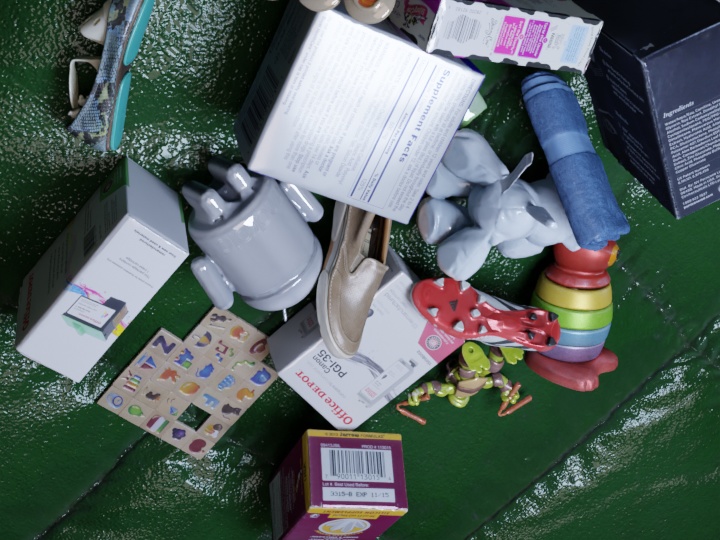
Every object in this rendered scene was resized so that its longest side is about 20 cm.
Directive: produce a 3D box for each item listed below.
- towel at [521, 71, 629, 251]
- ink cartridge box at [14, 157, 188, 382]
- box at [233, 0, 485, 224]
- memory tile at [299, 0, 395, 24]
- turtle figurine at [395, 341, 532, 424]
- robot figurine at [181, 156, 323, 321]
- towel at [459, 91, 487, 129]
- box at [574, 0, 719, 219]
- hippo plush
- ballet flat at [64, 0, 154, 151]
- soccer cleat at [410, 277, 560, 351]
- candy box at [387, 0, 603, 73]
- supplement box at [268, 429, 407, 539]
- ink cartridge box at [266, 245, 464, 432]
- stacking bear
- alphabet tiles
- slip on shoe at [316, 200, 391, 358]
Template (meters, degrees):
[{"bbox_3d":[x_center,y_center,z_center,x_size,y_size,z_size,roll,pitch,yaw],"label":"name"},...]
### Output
[{"bbox_3d":[0.240,-0.123,1.197,0.048,0.111,0.202,-22,82,24],"label":"towel"},{"bbox_3d":[-0.283,-0.001,1.169,0.084,0.145,0.200,35,107,-29],"label":"ink cartridge box"},{"bbox_3d":[-0.005,-0.176,1.127,0.198,0.105,0.185,18,113,-25],"label":"box"},{"bbox_3d":[-0.018,-0.341,1.000,0.152,0.017,0.202,17,95,11],"label":"memory tile"},{"bbox_3d":[0.152,0.138,1.397,0.198,0.065,0.162,1,149,-17],"label":"turtle figurine"},{"bbox_3d":[-0.117,-0.034,1.211,0.170,0.113,0.201,-44,123,-11],"label":"robot figurine"},{"bbox_3d":[0.039,-0.212,1.195,0.149,0.031,0.200,-35,122,8],"label":"towel"},{"bbox_3d":[0.335,-0.200,1.178,0.116,0.197,0.201,-25,123,1],"label":"box"},{"bbox_3d":[0.176,-0.087,1.252,0.160,0.161,0.199,-5,162,-42],"label":"hippo plush"},{"bbox_3d":[-0.261,-0.219,1.097,0.074,0.074,0.202,12,113,-20],"label":"ballet flat"},{"bbox_3d":[0.145,0.058,1.290,0.198,0.085,0.069,14,75,-16],"label":"soccer cleat"},{"bbox_3d":[0.128,-0.264,1.102,0.198,0.137,0.062,0,122,-28],"label":"candy box"},{"bbox_3d":[-0.034,0.289,1.381,0.129,0.104,0.200,5,150,-17],"label":"supplement box"},{"bbox_3d":[0.006,0.088,1.330,0.200,0.083,0.147,-39,122,8],"label":"ink cartridge box"},{"bbox_3d":[0.273,0.030,1.353,0.113,0.121,0.202,16,113,28],"label":"stacking bear"},{"bbox_3d":[-0.206,0.136,1.353,0.167,0.008,0.200,35,106,-28],"label":"alphabet tiles"},{"bbox_3d":[0.000,0.000,1.225,0.060,0.202,0.076,-3,159,35],"label":"slip on shoe"}]
